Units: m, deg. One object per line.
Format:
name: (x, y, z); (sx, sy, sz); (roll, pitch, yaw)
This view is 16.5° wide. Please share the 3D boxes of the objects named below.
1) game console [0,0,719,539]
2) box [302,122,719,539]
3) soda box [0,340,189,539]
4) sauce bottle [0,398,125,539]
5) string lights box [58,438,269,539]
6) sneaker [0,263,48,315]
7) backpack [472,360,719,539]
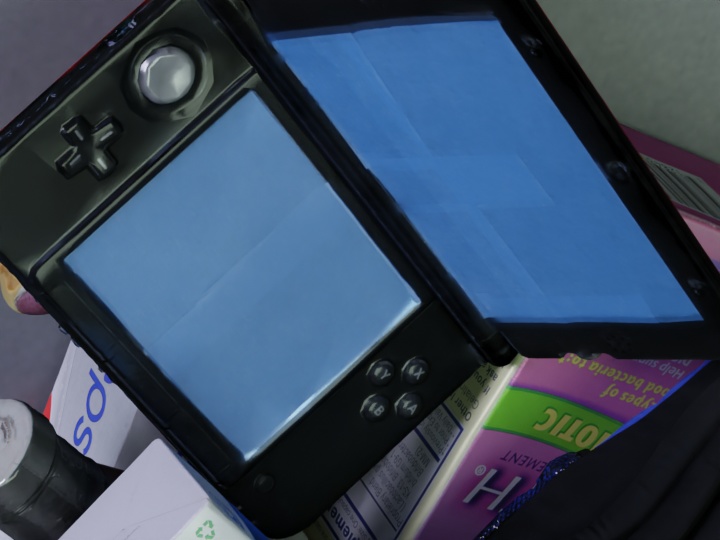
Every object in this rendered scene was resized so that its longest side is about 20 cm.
game console: (0.000, 0.000, 0.814); (0.172, 0.119, 0.200); (-42, 125, -5)
box: (0.097, 0.053, 0.997); (0.175, 0.097, 0.200); (20, 110, -34)
soda box: (-0.088, 0.087, 0.945); (0.063, 0.068, 0.201); (9, 116, -32)
sauce bottle: (-0.068, 0.112, 0.886); (0.066, 0.066, 0.200); (-41, 131, 2)
string lights box: (-0.031, 0.163, 0.844); (0.103, 0.059, 0.200); (-45, 118, -3)
sneaker: (-0.041, -0.046, 0.882); (0.200, 0.075, 0.090); (-46, 122, 7)
backpack: (0.141, 0.128, 0.910); (0.200, 0.162, 0.168); (-42, 150, -7)
